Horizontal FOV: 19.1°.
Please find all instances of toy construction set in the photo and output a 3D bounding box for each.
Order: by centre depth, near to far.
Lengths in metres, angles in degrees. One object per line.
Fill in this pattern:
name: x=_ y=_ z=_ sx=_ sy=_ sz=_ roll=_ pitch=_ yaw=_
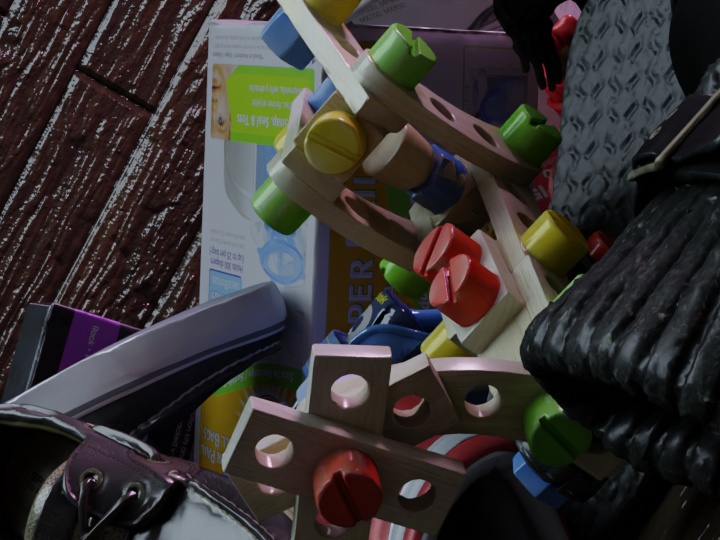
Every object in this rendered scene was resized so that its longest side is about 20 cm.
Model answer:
toy construction set: x=0.022 y=0.002 z=0.622 sx=0.092 sy=0.131 sz=0.201 roll=-40 pitch=28 yaw=30

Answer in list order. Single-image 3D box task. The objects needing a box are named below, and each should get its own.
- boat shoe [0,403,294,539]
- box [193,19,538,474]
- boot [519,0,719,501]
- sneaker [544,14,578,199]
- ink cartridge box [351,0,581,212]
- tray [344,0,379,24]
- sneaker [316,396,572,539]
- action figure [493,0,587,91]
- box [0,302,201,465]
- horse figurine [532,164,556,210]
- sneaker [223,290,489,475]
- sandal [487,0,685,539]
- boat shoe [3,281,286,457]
boat shoe: x=-0.083 y=0.091 z=0.704 sx=0.200 sy=0.065 sz=0.074 roll=12 pitch=84 yaw=51
box: x=0.000 y=0.000 z=0.883 sx=0.112 sy=0.101 sz=0.201 roll=13 pitch=102 yaw=61
boot: x=0.102 y=-0.020 z=0.564 sx=0.158 sy=0.079 sz=0.211 roll=-61 pitch=3 yaw=-5
sneaker: x=0.111 y=-0.075 z=0.918 sx=0.077 sy=0.085 sz=0.200 roll=-60 pitch=2 yaw=-17
ink cartridge box: x=0.071 y=-0.140 z=1.055 sx=0.083 sy=0.200 sz=0.147 roll=-16 pitch=32 yaw=35
tray: x=0.058 y=-0.150 z=0.766 sx=0.199 sy=0.022 sz=0.107 roll=-34 pitch=10 yaw=4
sneaker: x=0.011 y=0.139 z=0.676 sx=0.112 sy=0.071 sz=0.201 roll=11 pitch=95 yaw=58
action figure: x=0.147 y=-0.130 z=0.741 sx=0.199 sy=0.102 sz=0.119 roll=-22 pitch=14 yaw=36
box: x=-0.071 y=0.109 z=0.940 sx=0.036 sy=0.199 sz=0.144 roll=2 pitch=75 yaw=62
horse figurine: x=0.066 y=0.014 z=0.947 sx=0.200 sy=0.050 sz=0.133 roll=-136 pitch=49 yaw=-74
sneaker: x=-0.001 y=0.056 z=0.773 sx=0.199 sy=0.083 sz=0.074 roll=-28 pitch=15 yaw=-4
sandal: x=0.093 y=0.000 z=0.696 sx=0.075 sy=0.048 sz=0.202 roll=6 pitch=80 yaw=48
boat shoe: x=-0.108 y=0.072 z=0.839 sx=0.199 sy=0.067 sz=0.070 roll=-28 pitch=1 yaw=9
